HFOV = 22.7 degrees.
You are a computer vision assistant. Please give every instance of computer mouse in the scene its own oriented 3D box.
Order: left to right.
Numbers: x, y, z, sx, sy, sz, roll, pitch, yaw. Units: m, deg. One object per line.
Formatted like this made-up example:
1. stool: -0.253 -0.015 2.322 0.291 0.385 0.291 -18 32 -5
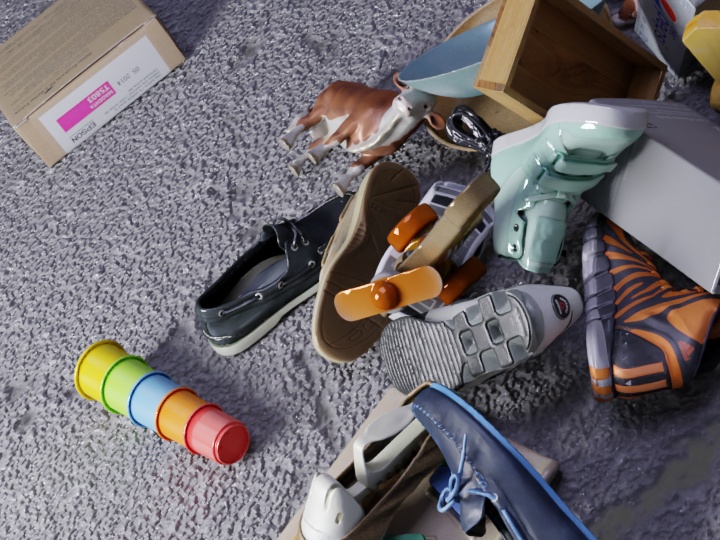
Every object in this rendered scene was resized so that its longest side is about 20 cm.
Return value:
1. computer mouse: 0.076 -0.038 1.560 0.109 0.044 0.201 34 75 5

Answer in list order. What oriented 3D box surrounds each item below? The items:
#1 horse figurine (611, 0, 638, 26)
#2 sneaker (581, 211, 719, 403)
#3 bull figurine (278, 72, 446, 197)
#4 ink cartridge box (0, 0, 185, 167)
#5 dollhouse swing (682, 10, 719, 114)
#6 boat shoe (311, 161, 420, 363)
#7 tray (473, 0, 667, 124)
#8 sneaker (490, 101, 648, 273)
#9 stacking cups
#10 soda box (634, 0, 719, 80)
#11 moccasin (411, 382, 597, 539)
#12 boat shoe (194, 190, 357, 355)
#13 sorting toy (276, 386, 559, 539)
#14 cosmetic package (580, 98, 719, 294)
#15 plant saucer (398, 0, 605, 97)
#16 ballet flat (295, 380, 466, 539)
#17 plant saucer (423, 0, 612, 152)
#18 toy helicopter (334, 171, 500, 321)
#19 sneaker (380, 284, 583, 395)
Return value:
1. horse figurine: 0.238 -0.313 1.720 0.132 0.050 0.201 -7 51 40
2. sneaker: 0.232 0.025 1.398 0.111 0.078 0.201 -7 42 10
3. bull figurine: -0.002 -0.134 1.683 0.121 0.065 0.200 -39 20 -11
4. ink cartridge box: -0.315 -0.232 2.009 0.200 0.075 0.165 -38 42 -3
5. dollhouse swing: 0.378 -0.197 1.416 0.199 0.176 0.182 7 57 40
6. boat shoe: 0.000 0.000 1.587 0.064 0.071 0.201 -38 26 56
7. tray: 0.176 -0.161 1.485 0.037 0.199 0.099 16 84 41
8. sneaker: 0.163 -0.060 1.394 0.200 0.073 0.119 156 118 -67
9. stacking cups: -0.172 0.121 1.599 0.199 0.061 0.061 23 67 40
10. soda box: 0.278 -0.229 1.502 0.068 0.200 0.064 -38 78 -2
11. moccasin: 0.098 0.166 1.299 0.068 0.081 0.200 -41 64 -6
12. boat shoe: -0.073 -0.012 1.639 0.199 0.066 0.075 -40 39 -5
13. sorting toy: 0.033 0.187 1.400 0.199 0.037 0.185 20 65 45
14. cosmetic package: 0.263 -0.060 1.404 0.200 0.106 0.091 38 121 49
15. plant saucer: 0.131 -0.193 1.586 0.200 0.039 0.201 -23 15 6
16. ballet flat: 0.006 0.160 1.367 0.200 0.072 0.068 -45 45 -11
17. plant saucer: 0.149 -0.181 1.660 0.199 0.035 0.201 -22 44 23
18. toy helicopter: 0.054 -0.017 1.426 0.132 0.200 0.079 -38 82 -29
19. sneaker: 0.098 0.055 1.429 0.088 0.075 0.199 -16 -1 -39
